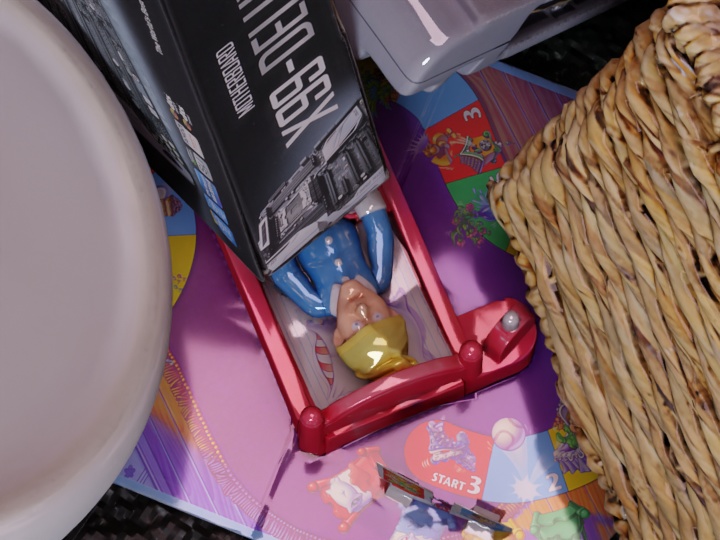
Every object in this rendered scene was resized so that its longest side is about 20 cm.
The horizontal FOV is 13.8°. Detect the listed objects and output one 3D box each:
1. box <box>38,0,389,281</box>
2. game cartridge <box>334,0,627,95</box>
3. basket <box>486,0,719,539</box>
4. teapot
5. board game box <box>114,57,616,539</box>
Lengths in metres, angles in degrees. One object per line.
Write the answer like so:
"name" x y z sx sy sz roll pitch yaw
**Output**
"box" -0.073 -0.108 0.760 0.050 0.200 0.158 -39 61 -13
"game cartridge" 0.046 -0.135 0.830 0.200 0.041 0.133 -28 72 -37
"basket" 0.144 0.024 0.763 0.142 0.149 0.200 -15 77 -21
"teapot" -0.153 0.014 0.780 0.197 0.146 0.200 30 57 -21
"board game box" 0.000 0.000 0.834 0.200 0.039 0.158 22 76 4
